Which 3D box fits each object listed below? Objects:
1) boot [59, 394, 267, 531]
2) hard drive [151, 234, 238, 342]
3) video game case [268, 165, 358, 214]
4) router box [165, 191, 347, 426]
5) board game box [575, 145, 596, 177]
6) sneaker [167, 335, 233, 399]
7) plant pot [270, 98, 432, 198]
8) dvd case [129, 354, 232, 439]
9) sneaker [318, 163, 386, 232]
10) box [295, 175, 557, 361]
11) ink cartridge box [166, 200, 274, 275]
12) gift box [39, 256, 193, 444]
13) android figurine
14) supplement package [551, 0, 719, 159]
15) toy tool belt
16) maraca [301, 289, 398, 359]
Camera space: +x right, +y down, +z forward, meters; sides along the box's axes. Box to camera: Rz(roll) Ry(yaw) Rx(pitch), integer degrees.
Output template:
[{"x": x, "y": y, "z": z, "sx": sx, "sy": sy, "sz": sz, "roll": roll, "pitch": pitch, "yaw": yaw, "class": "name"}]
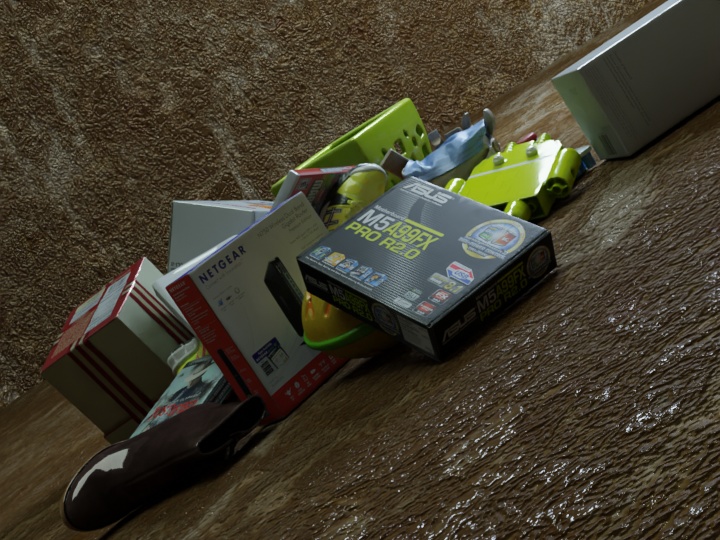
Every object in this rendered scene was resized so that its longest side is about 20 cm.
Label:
[{"x": -0.204, "y": 0.192, "z": 1.412, "sx": 0.200, "sy": 0.073, "sz": 0.166, "roll": -34, "pitch": 4, "yaw": -34, "class": "boot"}, {"x": -0.157, "y": 0.030, "z": 1.673, "sx": 0.132, "sy": 0.026, "sz": 0.200, "roll": -31, "pitch": 35, "yaw": -16, "class": "hard drive"}, {"x": -0.062, "y": -0.073, "z": 1.825, "sx": 0.200, "sy": 0.017, "sz": 0.143, "roll": -11, "pitch": -46, "yaw": -58, "class": "video game case"}, {"x": -0.086, "y": 0.039, "z": 1.489, "sx": 0.049, "sy": 0.180, "sz": 0.200, "roll": -27, "pitch": 10, "yaw": 46, "class": "router box"}, {"x": 0.183, "y": -0.084, "z": 1.745, "sx": 0.200, "sy": 0.026, "sz": 0.200, "roll": -36, "pitch": 7, "yaw": -13, "class": "board game box"}, {"x": -0.174, "y": 0.114, "z": 1.737, "sx": 0.078, "sy": 0.091, "sz": 0.200, "roll": -12, "pitch": -18, "yaw": -31, "class": "sneaker"}, {"x": 0.014, "y": -0.129, "z": 2.182, "sx": 0.200, "sy": 0.182, "sz": 0.199, "roll": -28, "pitch": 8, "yaw": 39, "class": "plant pot"}, {"x": -0.215, "y": 0.172, "z": 1.609, "sx": 0.146, "sy": 0.022, "sz": 0.200, "roll": -20, "pitch": 27, "yaw": 51, "class": "dvd case"}, {"x": -0.022, "y": -0.046, "z": 1.792, "sx": 0.201, "sy": 0.075, "sz": 0.076, "roll": -57, "pitch": 35, "yaw": 5, "class": "sneaker"}, {"x": 0.060, "y": -0.008, "z": 1.309, "sx": 0.160, "sy": 0.044, "sz": 0.200, "roll": -37, "pitch": 39, "yaw": -24, "class": "box"}, {"x": -0.152, "y": -0.021, "z": 1.906, "sx": 0.145, "sy": 0.146, "sz": 0.200, "roll": 7, "pitch": 7, "yaw": 30, "class": "ink cartridge box"}, {"x": -0.298, "y": 0.111, "z": 1.915, "sx": 0.184, "sy": 0.187, "sz": 0.200, "roll": -32, "pitch": 22, "yaw": 28, "class": "gift box"}, {"x": 0.176, "y": -0.100, "z": 1.631, "sx": 0.181, "sy": 0.041, "sz": 0.200, "roll": -12, "pitch": 30, "yaw": 34, "class": "android figurine"}, {"x": 0.350, "y": -0.235, "z": 1.626, "sx": 0.200, "sy": 0.120, "sz": 0.121, "roll": -34, "pitch": 5, "yaw": -4, "class": "supplement package"}, {"x": 0.135, "y": -0.145, "z": 1.765, "sx": 0.199, "sy": 0.123, "sz": 0.125, "roll": -32, "pitch": 7, "yaw": 11, "class": "toy tool belt"}, {"x": 0.016, "y": 0.028, "z": 1.401, "sx": 0.200, "sy": 0.107, "sz": 0.137, "roll": -17, "pitch": 31, "yaw": 50, "class": "maraca"}]
